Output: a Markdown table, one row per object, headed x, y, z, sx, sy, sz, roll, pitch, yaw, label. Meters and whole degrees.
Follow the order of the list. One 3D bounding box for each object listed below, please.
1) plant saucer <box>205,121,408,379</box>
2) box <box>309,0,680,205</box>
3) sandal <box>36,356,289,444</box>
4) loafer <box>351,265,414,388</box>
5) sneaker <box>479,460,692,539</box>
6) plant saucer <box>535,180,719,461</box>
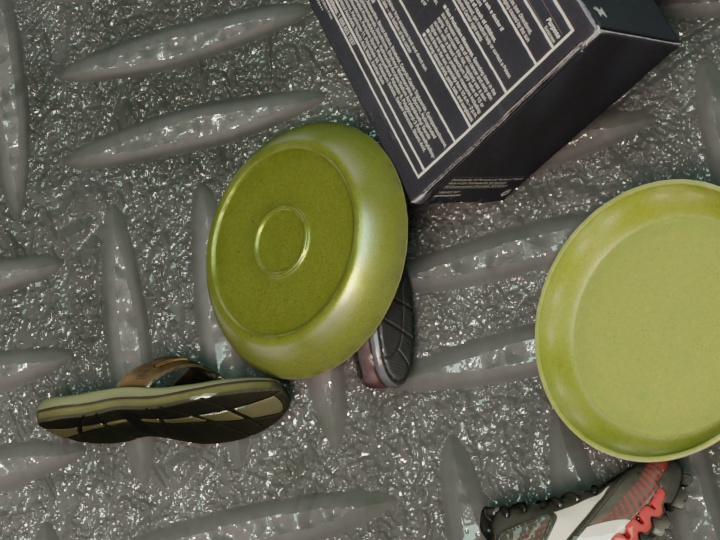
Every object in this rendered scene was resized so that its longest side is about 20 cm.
| x | y | z | sx | sy | sz | roll | pitch | yaw | label |
| --- | --- | --- | --- | --- | --- | --- | --- | --- | --- |
| -0.053 | -0.019 | 0.912 | 0.198 | 0.031 | 0.203 | -10 | 74 | 37 | plant saucer |
| 0.094 | -0.187 | 0.892 | 0.198 | 0.122 | 0.202 | -42 | 66 | 38 | box |
| -0.154 | 0.094 | 0.921 | 0.198 | 0.080 | 0.058 | -3 | 58 | 9 | sandal |
| 0.000 | 0.000 | 0.934 | 0.062 | 0.072 | 0.202 | -15 | 64 | 25 | loafer |
| 0.139 | 0.187 | 0.842 | 0.200 | 0.071 | 0.098 | -40 | 73 | -2 | sneaker |
| 0.215 | 0.037 | 0.849 | 0.199 | 0.031 | 0.202 | -18 | 62 | 37 | plant saucer |
